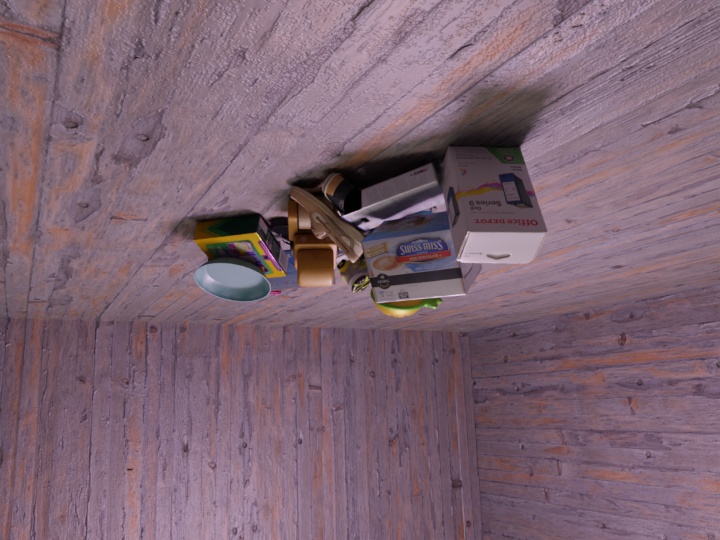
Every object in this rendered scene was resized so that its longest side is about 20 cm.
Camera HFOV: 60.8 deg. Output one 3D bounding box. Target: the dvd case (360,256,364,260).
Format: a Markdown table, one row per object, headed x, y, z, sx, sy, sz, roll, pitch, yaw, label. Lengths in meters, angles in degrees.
| x | y | z | sx | sy | sz | roll | pitch | yaw | label |
| --- | --- | --- | --- | --- | --- | --- | --- | --- | --- |
| 0.030 | -0.096 | 1.427 | 0.197 | 0.016 | 0.149 | -12 | 128 | 42 | dvd case |

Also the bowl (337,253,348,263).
| x | y | z | sx | sy | sz | roll | pitch | yaw | label |
| --- | --- | --- | --- | --- | --- | --- | --- | --- | --- |
| 0.032 | -0.021 | 1.649 | 0.196 | 0.093 | 0.201 | -19 | 178 | -1 | bowl |

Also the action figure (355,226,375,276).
| x | y | z | sx | sy | sz | roll | pitch | yaw | label |
| --- | --- | --- | --- | --- | --- | --- | --- | --- | --- |
| 0.038 | -0.050 | 1.376 | 0.196 | 0.103 | 0.121 | -5 | 124 | 35 | action figure |

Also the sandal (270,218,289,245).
| x | y | z | sx | sy | sz | roll | pitch | yaw | label |
| --- | --- | --- | --- | --- | --- | --- | --- | --- | --- |
| -0.173 | -0.084 | 1.565 | 0.074 | 0.044 | 0.199 | -8 | 167 | 20 | sandal |

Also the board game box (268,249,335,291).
| x | y | z | sx | sy | sz | roll | pitch | yaw | label |
| --- | --- | --- | --- | --- | --- | --- | --- | --- | --- |
| -0.168 | -0.006 | 1.645 | 0.194 | 0.106 | 0.019 | -6 | -168 | -4 | board game box |

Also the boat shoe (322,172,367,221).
| x | y | z | sx | sy | sz | roll | pitch | yaw | label |
| --- | --- | --- | --- | --- | --- | --- | --- | --- | --- |
| -0.013 | -0.138 | 1.260 | 0.062 | 0.075 | 0.200 | 36 | -179 | 25 | boat shoe |

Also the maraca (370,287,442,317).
| x | y | z | sx | sy | sz | roll | pitch | yaw | label |
| --- | --- | --- | --- | --- | --- | --- | --- | --- | --- |
| 0.122 | 0.068 | 1.647 | 0.194 | 0.109 | 0.138 | 1 | -148 | -14 | maraca |

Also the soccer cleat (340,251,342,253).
| x | y | z | sx | sy | sz | roll | pitch | yaw | label |
| --- | --- | --- | --- | --- | --- | --- | --- | --- | --- |
| -0.073 | -0.097 | 1.527 | 0.083 | 0.066 | 0.199 | -33 | 154 | 20 | soccer cleat |

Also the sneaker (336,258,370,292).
| x | y | z | sx | sy | sz | roll | pitch | yaw | label |
| --- | --- | --- | --- | --- | --- | --- | --- | --- | --- |
| 0.000 | 0.000 | 1.482 | 0.075 | 0.077 | 0.200 | -44 | 171 | 7 | sneaker |

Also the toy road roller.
| x | y | z | sx | sy | sz | roll | pitch | yaw | label |
| --- | --- | --- | --- | --- | --- | --- | --- | --- | --- |
| -0.099 | -0.056 | 1.360 | 0.119 | 0.149 | 0.202 | -1 | 146 | -5 | toy road roller |

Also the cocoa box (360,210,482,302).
| x | y | z | sx | sy | sz | roll | pitch | yaw | label |
| --- | --- | --- | --- | --- | --- | --- | --- | --- | --- |
| 0.121 | -0.031 | 1.209 | 0.195 | 0.135 | 0.133 | -6 | -161 | 28 | cocoa box |

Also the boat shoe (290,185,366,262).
| x | y | z | sx | sy | sz | roll | pitch | yaw | label |
| --- | --- | --- | --- | --- | --- | --- | --- | --- | --- |
| -0.074 | -0.096 | 1.248 | 0.199 | 0.065 | 0.071 | 39 | -177 | 10 | boat shoe |

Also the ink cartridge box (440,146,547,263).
| x | y | z | sx | sy | sz | roll | pitch | yaw | label |
| --- | --- | --- | --- | --- | --- | --- | --- | --- | --- |
| 0.228 | -0.118 | 1.082 | 0.141 | 0.204 | 0.088 | 0 | 146 | -7 | ink cartridge box |

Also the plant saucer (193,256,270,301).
| x | y | z | sx | sy | sz | roll | pitch | yaw | label |
| --- | --- | --- | --- | --- | --- | --- | --- | --- | --- |
| -0.321 | 0.018 | 1.556 | 0.194 | 0.037 | 0.202 | 4 | 151 | 2 | plant saucer |

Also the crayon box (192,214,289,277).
| x | y | z | sx | sy | sz | roll | pitch | yaw | label |
| --- | --- | --- | --- | --- | --- | --- | --- | --- | --- |
| -0.292 | -0.052 | 1.529 | 0.167 | 0.060 | 0.201 | -4 | 148 | 15 | crayon box |

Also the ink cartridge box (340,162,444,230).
| x | y | z | sx | sy | sz | roll | pitch | yaw | label |
| --- | --- | --- | --- | --- | --- | --- | --- | --- | --- |
| 0.071 | -0.142 | 1.226 | 0.195 | 0.045 | 0.196 | -18 | 172 | 12 | ink cartridge box |

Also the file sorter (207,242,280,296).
| x | y | z | sx | sy | sz | roll | pitch | yaw | label |
| --- | --- | --- | --- | --- | --- | --- | --- | --- | --- |
| -0.325 | 0.001 | 1.712 | 0.194 | 0.143 | 0.125 | 1 | 171 | -14 | file sorter |

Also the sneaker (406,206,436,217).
| x | y | z | sx | sy | sz | roll | pitch | yaw | label |
| --- | --- | --- | --- | --- | --- | --- | --- | --- | --- |
| 0.087 | -0.098 | 1.454 | 0.195 | 0.089 | 0.074 | -7 | 170 | 27 | sneaker |
